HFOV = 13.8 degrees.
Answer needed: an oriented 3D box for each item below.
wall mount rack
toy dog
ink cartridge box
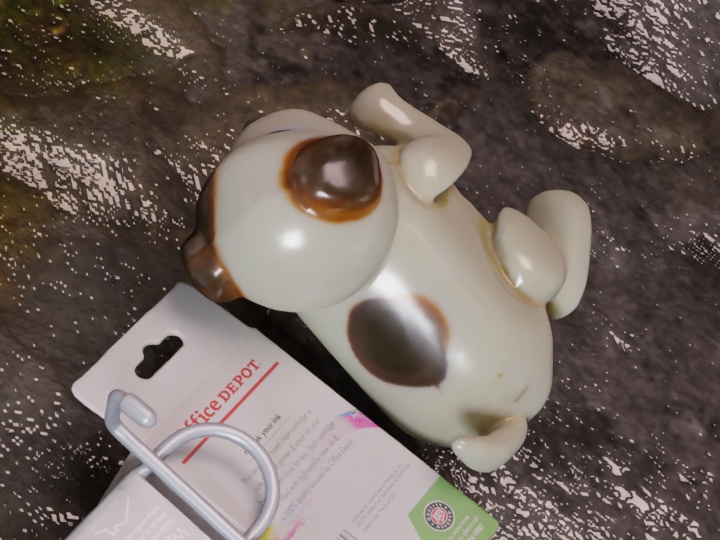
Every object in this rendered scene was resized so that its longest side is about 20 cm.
[{"bbox_3d":[-0.086,0.155,1.321,0.174,0.075,0.200,41,68,6],"label":"wall mount rack"},{"bbox_3d":[0.000,0.000,1.479,0.200,0.139,0.194,36,42,-35],"label":"toy dog"},{"bbox_3d":[-0.048,0.110,1.442,0.200,0.067,0.117,39,42,5],"label":"ink cartridge box"}]
